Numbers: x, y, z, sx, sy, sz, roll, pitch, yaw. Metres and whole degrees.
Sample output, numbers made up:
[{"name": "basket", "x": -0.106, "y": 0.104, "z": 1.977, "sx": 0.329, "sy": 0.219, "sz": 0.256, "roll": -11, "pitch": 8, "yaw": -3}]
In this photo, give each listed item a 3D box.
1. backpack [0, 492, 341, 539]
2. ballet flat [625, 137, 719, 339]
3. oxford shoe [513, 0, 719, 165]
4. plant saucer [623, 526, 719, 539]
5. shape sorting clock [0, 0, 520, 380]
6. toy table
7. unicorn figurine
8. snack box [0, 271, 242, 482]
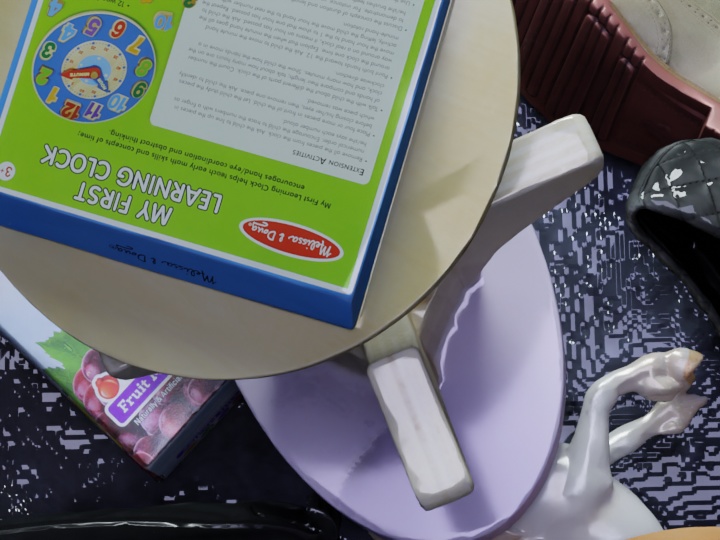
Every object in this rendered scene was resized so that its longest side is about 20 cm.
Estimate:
[{"name": "backpack", "x": -0.107, "y": 0.166, "z": 0.848, "sx": 0.198, "sy": 0.183, "sz": 0.148, "roll": -3, "pitch": 93, "yaw": 4}, {"name": "ballet flat", "x": 0.167, "y": 0.039, "z": 0.913, "sx": 0.057, "sy": 0.066, "sz": 0.200, "roll": -38, "pitch": 93, "yaw": -37}, {"name": "oxford shoe", "x": 0.122, "y": -0.087, "z": 0.964, "sx": 0.200, "sy": 0.071, "sz": 0.075, "roll": 43, "pitch": 57, "yaw": 9}, {"name": "plant saucer", "x": 0.130, "y": 0.197, "z": 0.876, "sx": 0.199, "sy": 0.037, "sz": 0.202, "roll": 0, "pitch": 98, "yaw": 1}, {"name": "shape sorting clock", "x": -0.045, "y": -0.063, "z": 0.789, "sx": 0.198, "sy": 0.039, "sz": 0.202, "roll": -2, "pitch": 81, "yaw": 10}, {"name": "toy table", "x": 0.000, "y": 0.000, "z": 0.851, "sx": 0.183, "sy": 0.117, "sz": 0.201, "roll": -34, "pitch": 76, "yaw": -1}, {"name": "unicorn figurine", "x": 0.093, "y": 0.098, "z": 0.912, "sx": 0.137, "sy": 0.074, "sz": 0.200, "roll": -43, "pitch": 80, "yaw": -8}, {"name": "snack box", "x": -0.065, "y": -0.037, "z": 0.954, "sx": 0.142, "sy": 0.053, "sz": 0.200, "roll": 42, "pitch": 82, "yaw": 10}]
